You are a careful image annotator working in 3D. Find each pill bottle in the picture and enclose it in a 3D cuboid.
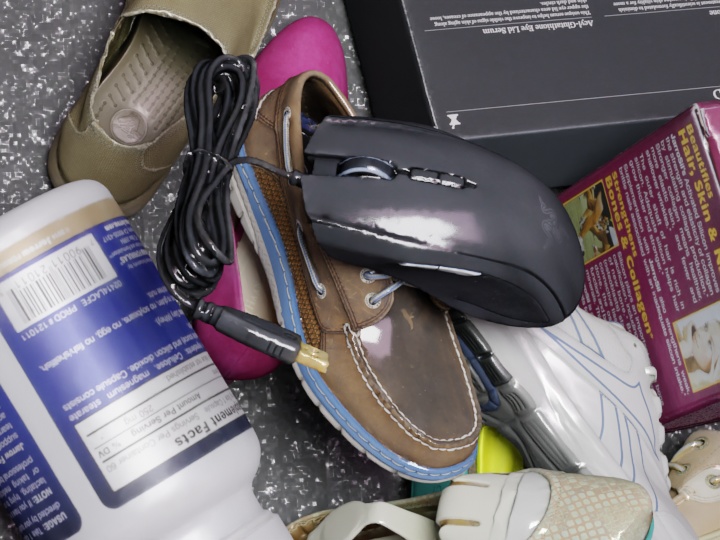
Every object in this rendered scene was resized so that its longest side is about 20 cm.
[{"bbox_3d":[-0.117,0.070,1.180,0.116,0.116,0.200,-30,88,-23],"label":"pill bottle"}]

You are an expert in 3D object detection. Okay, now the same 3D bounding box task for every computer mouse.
[{"bbox_3d":[0.011,-0.012,1.105,0.200,0.046,0.140,25,53,-15],"label":"computer mouse"}]

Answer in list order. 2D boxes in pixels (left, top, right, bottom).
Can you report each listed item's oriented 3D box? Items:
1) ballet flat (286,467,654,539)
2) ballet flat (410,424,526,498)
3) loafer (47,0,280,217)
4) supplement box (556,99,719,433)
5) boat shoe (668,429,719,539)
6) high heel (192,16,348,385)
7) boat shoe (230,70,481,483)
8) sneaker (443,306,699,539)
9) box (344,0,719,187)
[{"bbox_3d":[0.039,0.124,1.178,0.062,0.200,0.067,40,47,-32],"label":"ballet flat"},{"bbox_3d":[0.058,0.062,1.278,0.067,0.067,0.200,9,76,-39],"label":"ballet flat"},{"bbox_3d":[-0.082,-0.116,1.263,0.076,0.067,0.200,27,70,-11],"label":"loafer"},{"bbox_3d":[0.177,0.000,1.253,0.103,0.200,0.131,-10,81,-21],"label":"supplement box"},{"bbox_3d":[0.178,0.114,1.299,0.200,0.072,0.065,-20,71,-21],"label":"boat shoe"},{"bbox_3d":[-0.038,-0.041,1.244,0.067,0.096,0.200,25,70,-11],"label":"high heel"},{"bbox_3d":[0.000,0.000,1.169,0.072,0.072,0.200,-17,68,-35],"label":"boat shoe"},{"bbox_3d":[0.111,0.072,1.217,0.087,0.075,0.200,-35,91,-28],"label":"sneaker"},{"bbox_3d":[0.104,-0.119,1.313,0.200,0.079,0.141,-6,67,-20],"label":"box"}]
